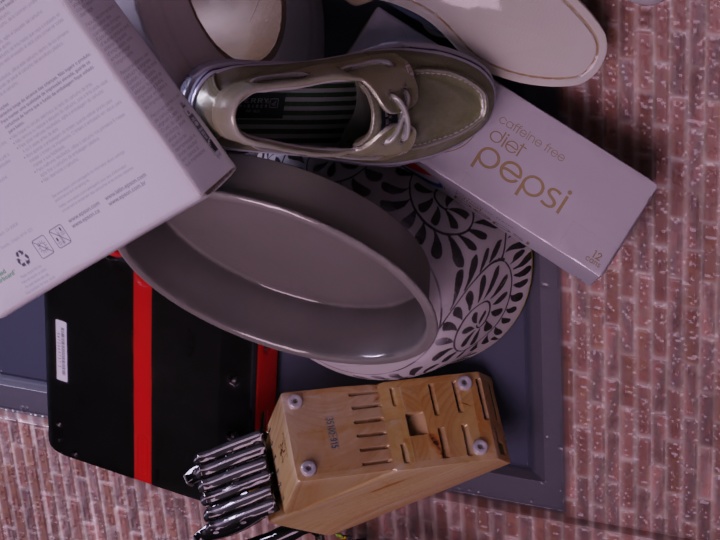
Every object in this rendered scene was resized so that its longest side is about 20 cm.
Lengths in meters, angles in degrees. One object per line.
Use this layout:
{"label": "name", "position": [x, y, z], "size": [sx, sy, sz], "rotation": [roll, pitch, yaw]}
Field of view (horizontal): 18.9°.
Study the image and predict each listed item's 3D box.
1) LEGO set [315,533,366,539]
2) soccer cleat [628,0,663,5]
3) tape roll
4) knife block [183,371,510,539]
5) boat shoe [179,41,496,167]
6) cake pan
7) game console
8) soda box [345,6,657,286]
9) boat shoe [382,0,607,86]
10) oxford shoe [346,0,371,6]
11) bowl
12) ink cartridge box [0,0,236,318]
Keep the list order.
{"label": "LEGO set", "position": [0.015, 0.265, 1.547], "size": [0.153, 0.116, 0.201], "rotation": [-2, 120, -4]}
{"label": "soccer cleat", "position": [0.097, -0.222, 1.215], "size": [0.200, 0.070, 0.086], "rotation": [50, 137, -4]}
{"label": "tape roll", "position": [-0.130, -0.156, 1.269], "size": [0.139, 0.203, 0.203], "rotation": [-11, 115, 31]}
{"label": "knife block", "position": [-0.016, 0.138, 1.467], "size": [0.199, 0.064, 0.176], "rotation": [-6, 157, -13]}
{"label": "boat shoe", "position": [-0.003, -0.086, 1.197], "size": [0.062, 0.200, 0.072], "rotation": [29, 120, 54]}
{"label": "cake pan", "position": [-0.046, -0.007, 1.257], "size": [0.200, 0.037, 0.200], "rotation": [17, 156, 8]}
{"label": "game console", "position": [-0.143, 0.071, 1.532], "size": [0.176, 0.031, 0.200], "rotation": [17, 125, 19]}
{"label": "soda box", "position": [0.075, -0.073, 1.297], "size": [0.200, 0.064, 0.068], "rotation": [33, 85, 4]}
{"label": "boat shoe", "position": [0.051, -0.169, 1.262], "size": [0.199, 0.062, 0.075], "rotation": [20, 114, -5]}
{"label": "oxford shoe", "position": [0.059, -0.199, 1.173], "size": [0.200, 0.071, 0.075], "rotation": [-13, 138, 30]}
{"label": "bowl", "position": [0.000, 0.000, 1.376], "size": [0.200, 0.094, 0.201], "rotation": [12, 124, 19]}
{"label": "ink cartridge box", "position": [-0.193, -0.091, 1.180], "size": [0.199, 0.041, 0.200], "rotation": [-26, 105, 41]}
